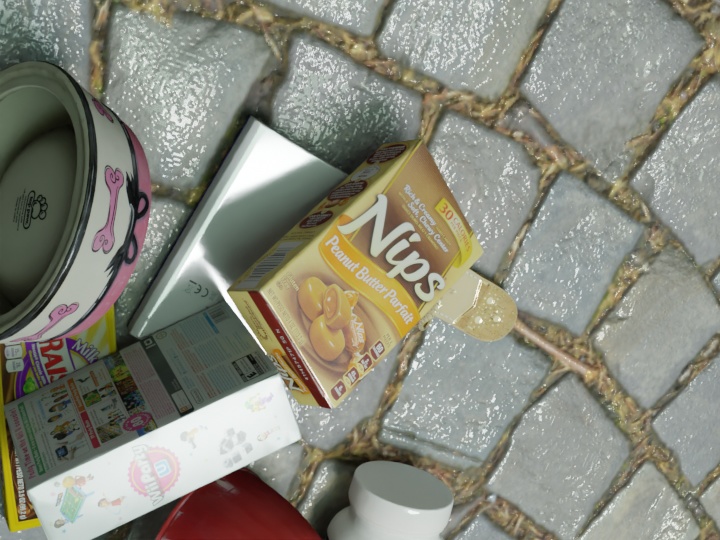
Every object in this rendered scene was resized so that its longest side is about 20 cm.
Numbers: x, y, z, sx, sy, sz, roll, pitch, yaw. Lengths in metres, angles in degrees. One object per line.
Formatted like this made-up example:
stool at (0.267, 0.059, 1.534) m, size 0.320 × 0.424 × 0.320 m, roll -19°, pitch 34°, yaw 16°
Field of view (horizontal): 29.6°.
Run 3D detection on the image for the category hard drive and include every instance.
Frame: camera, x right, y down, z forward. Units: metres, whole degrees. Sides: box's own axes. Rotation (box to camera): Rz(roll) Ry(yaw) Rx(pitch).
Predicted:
hard drive at (-0.087, -0.008, 1.127) m, size 0.131 × 0.025 × 0.201 m, roll 29°, pitch 96°, yaw -25°

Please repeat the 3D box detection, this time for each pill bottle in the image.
pill bottle at (0.015, 0.286, 1.245) m, size 0.115 × 0.116 × 0.202 m, roll 6°, pitch 107°, yaw -26°

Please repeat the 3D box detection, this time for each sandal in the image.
sandal at (0.064, 0.019, 1.187) m, size 0.210 × 0.070 × 0.078 m, roll 22°, pitch 100°, yaw -30°

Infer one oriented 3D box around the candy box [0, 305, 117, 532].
candy box at (-0.246, 0.111, 1.107) m, size 0.101 × 0.026 × 0.203 m, roll -10°, pitch 114°, yaw -24°

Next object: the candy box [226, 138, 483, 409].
candy box at (0.000, 0.000, 1.085) m, size 0.200 × 0.055 × 0.116 m, roll -44°, pitch 115°, yaw -28°

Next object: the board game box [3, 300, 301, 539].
board game box at (-0.163, 0.115, 1.043) m, size 0.198 × 0.148 × 0.065 m, roll -24°, pitch 116°, yaw -12°

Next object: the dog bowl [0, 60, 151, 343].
dog bowl at (-0.228, -0.041, 0.966) m, size 0.073 × 0.200 × 0.202 m, roll 20°, pitch 102°, yaw -47°

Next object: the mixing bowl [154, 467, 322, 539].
mixing bowl at (-0.089, 0.277, 1.143) m, size 0.200 × 0.107 × 0.203 m, roll -31°, pitch 127°, yaw -51°
